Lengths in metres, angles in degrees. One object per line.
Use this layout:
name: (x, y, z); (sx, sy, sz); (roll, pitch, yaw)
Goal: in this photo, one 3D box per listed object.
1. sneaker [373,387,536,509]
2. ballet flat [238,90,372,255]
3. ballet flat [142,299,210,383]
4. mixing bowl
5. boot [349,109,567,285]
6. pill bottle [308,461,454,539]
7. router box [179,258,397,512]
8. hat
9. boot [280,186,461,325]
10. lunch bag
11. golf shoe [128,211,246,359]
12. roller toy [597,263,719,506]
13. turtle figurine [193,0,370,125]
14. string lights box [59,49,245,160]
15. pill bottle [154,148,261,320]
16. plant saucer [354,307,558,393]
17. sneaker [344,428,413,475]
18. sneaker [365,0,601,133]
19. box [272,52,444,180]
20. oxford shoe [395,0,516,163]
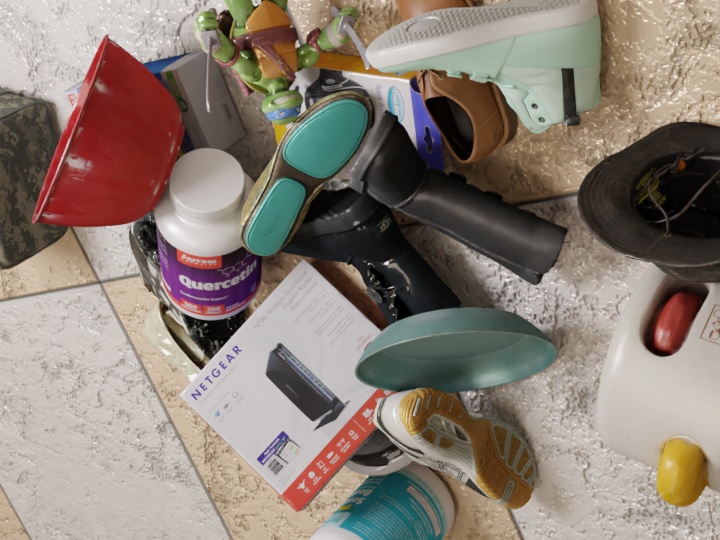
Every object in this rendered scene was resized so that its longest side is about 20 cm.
sneaker: (0.099, 0.180, 1.460); (0.200, 0.076, 0.087); (39, 155, -26)
ballet flat: (-0.058, -0.103, 1.359); (0.071, 0.071, 0.201); (40, 116, 10)
ballet flat: (-0.182, 0.108, 1.677); (0.200, 0.067, 0.063); (38, 127, 12)
mixing bowl: (-0.244, -0.123, 1.410); (0.108, 0.201, 0.200); (21, 140, -16)
boot: (0.090, -0.059, 1.250); (0.199, 0.066, 0.165); (31, 176, 2)
pill bottle: (0.011, 0.304, 1.548); (0.110, 0.200, 0.112); (21, 130, 27)
router box: (-0.061, 0.122, 1.497); (0.179, 0.200, 0.049); (42, 178, 8)
hat: (0.275, -0.037, 1.109); (0.199, 0.201, 0.081); (12, 134, 34)
boot: (0.000, 0.000, 1.434); (0.199, 0.076, 0.169); (-7, 123, 56)
lunch bag: (-0.459, -0.122, 1.692); (0.167, 0.139, 0.202); (14, 126, 32)
golf shoe: (-0.203, 0.017, 1.636); (0.094, 0.077, 0.201); (-7, 113, 61)
roller toy: (0.292, 0.085, 1.167); (0.139, 0.199, 0.184); (20, 112, 28)
turtle figurine: (-0.077, -0.238, 1.262); (0.143, 0.200, 0.196); (-17, 87, 7)
string lights box: (-0.227, -0.170, 1.521); (0.199, 0.059, 0.103); (-4, 116, 42)
pill bottle: (-0.159, -0.039, 1.482); (0.112, 0.113, 0.201); (35, 153, 16)
plant saucer: (0.091, 0.076, 1.366); (0.199, 0.199, 0.036); (-29, 59, 47)
sneaker: (-0.028, 0.157, 1.551); (0.199, 0.076, 0.114); (10, 144, 39)
sneaker: (0.108, -0.162, 1.193); (0.198, 0.074, 0.119); (-7, 120, 13)
box: (0.001, -0.146, 1.363); (0.199, 0.041, 0.120); (12, 126, 31)
oxford shoe: (0.073, -0.190, 1.247); (0.071, 0.071, 0.201); (-15, 106, 47)
